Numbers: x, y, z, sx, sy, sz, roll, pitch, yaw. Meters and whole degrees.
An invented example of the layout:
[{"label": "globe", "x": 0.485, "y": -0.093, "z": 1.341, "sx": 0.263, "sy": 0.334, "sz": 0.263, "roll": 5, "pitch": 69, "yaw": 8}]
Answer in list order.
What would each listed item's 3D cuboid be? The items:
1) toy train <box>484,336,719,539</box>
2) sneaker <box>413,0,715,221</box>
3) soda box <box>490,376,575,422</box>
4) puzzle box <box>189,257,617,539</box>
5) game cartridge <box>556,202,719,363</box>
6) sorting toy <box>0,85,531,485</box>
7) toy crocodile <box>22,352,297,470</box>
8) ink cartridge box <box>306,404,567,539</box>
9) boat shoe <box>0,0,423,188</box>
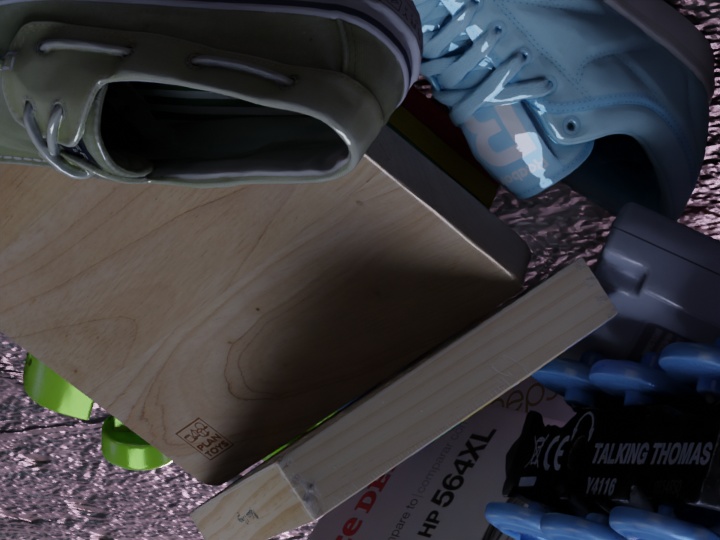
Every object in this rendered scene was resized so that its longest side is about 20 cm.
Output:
[{"label": "toy train", "x": 0.125, "y": 0.081, "z": 0.827, "sx": 0.114, "sy": 0.087, "sz": 0.200, "roll": 24, "pitch": 167, "yaw": -17}, {"label": "sneaker", "x": 0.054, "y": -0.073, "z": 0.800, "sx": 0.199, "sy": 0.082, "sz": 0.074, "roll": 23, "pitch": 148, "yaw": -32}, {"label": "soda box", "x": 0.087, "y": 0.070, "z": 1.109, "sx": 0.068, "sy": 0.064, "sz": 0.199, "roll": 24, "pitch": 149, "yaw": -33}, {"label": "puzzle box", "x": 0.009, "y": 0.057, "z": 0.864, "sx": 0.133, "sy": 0.026, "sz": 0.200, "roll": -34, "pitch": 178, "yaw": -16}, {"label": "game cartridge", "x": 0.144, "y": 0.038, "z": 0.875, "sx": 0.132, "sy": 0.042, "sz": 0.200, "roll": 21, "pitch": 166, "yaw": 4}, {"label": "sorting toy", "x": -0.065, "y": -0.036, "z": 0.851, "sx": 0.198, "sy": 0.070, "sz": 0.200, "roll": 39, "pitch": 137, "yaw": -16}, {"label": "toy crocodile", "x": -0.065, "y": 0.053, "z": 1.111, "sx": 0.198, "sy": 0.062, "sz": 0.068, "roll": 1, "pitch": 115, "yaw": -1}, {"label": "ink cartridge box", "x": 0.073, "y": 0.144, "z": 0.982, "sx": 0.199, "sy": 0.146, "sz": 0.084, "roll": 11, "pitch": 148, "yaw": 39}, {"label": "boat shoe", "x": -0.077, "y": -0.060, "z": 0.732, "sx": 0.199, "sy": 0.062, "sz": 0.072, "roll": -4, "pitch": 131, "yaw": 29}]
